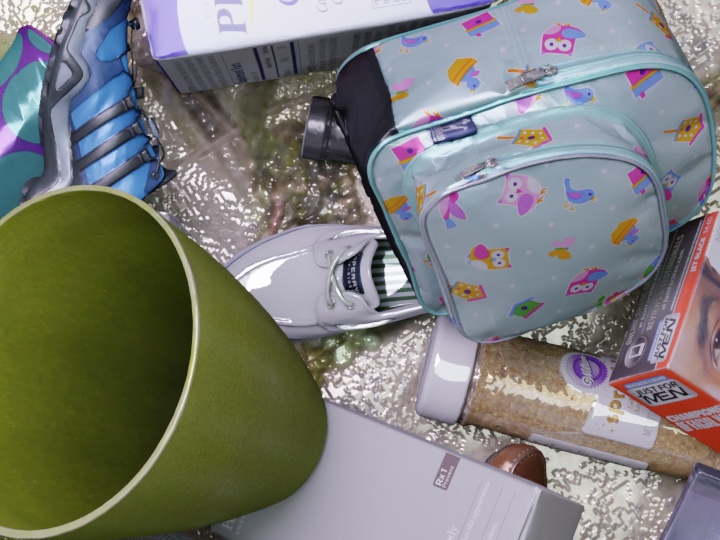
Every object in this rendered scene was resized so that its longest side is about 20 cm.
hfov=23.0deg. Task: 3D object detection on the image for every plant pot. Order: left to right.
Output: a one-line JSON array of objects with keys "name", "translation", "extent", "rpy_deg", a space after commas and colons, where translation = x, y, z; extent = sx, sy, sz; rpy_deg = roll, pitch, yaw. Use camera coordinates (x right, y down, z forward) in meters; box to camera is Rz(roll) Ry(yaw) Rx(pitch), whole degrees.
[{"name": "plant pot", "translation": [-0.110, 0.072, 0.992], "extent": [0.186, 0.200, 0.188], "rpy_deg": [-10, 69, 28]}]

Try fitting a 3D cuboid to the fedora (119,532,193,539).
[{"name": "fedora", "translation": [-0.087, 0.228, 1.066], "extent": [0.200, 0.090, 0.178], "rpy_deg": [24, 116, 34]}]

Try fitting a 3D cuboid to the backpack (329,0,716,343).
[{"name": "backpack", "translation": [0.104, -0.066, 1.005], "extent": [0.199, 0.176, 0.154], "rpy_deg": [-25, 48, -1]}]

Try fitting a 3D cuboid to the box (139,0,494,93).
[{"name": "box", "translation": [-0.030, -0.181, 1.068], "extent": [0.199, 0.184, 0.105], "rpy_deg": [-10, 89, -2]}]

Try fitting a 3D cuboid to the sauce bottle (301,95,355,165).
[{"name": "sauce bottle", "translation": [0.063, -0.074, 1.125], "extent": [0.199, 0.065, 0.065], "rpy_deg": [10, 88, -2]}]

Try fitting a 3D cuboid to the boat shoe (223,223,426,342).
[{"name": "boat shoe", "translation": [0.000, 0.000, 1.121], "extent": [0.199, 0.067, 0.074], "rpy_deg": [-12, 88, -1]}]

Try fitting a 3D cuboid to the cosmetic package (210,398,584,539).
[{"name": "cosmetic package", "translation": [0.021, 0.149, 1.064], "extent": [0.199, 0.090, 0.107], "rpy_deg": [17, 84, 29]}]

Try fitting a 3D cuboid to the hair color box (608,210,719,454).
[{"name": "hair color box", "translation": [0.257, 0.064, 1.074], "extent": [0.200, 0.064, 0.111], "rpy_deg": [31, 66, -19]}]

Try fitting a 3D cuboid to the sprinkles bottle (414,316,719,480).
[{"name": "sprinkles bottle", "translation": [0.137, 0.083, 1.120], "extent": [0.199, 0.068, 0.069], "rpy_deg": [14, 88, -1]}]

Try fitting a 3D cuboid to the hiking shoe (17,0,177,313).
[{"name": "hiking shoe", "translation": [-0.148, -0.081, 1.044], "extent": [0.086, 0.074, 0.201], "rpy_deg": [11, 100, -9]}]

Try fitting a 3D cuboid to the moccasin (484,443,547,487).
[{"name": "moccasin", "translation": [0.104, 0.210, 1.101], "extent": [0.077, 0.073, 0.202], "rpy_deg": [0, 87, 42]}]

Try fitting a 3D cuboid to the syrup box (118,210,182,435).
[{"name": "syrup box", "translation": [-0.170, 0.059, 1.110], "extent": [0.078, 0.081, 0.201], "rpy_deg": [10, 87, 1]}]

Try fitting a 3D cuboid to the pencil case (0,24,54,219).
[{"name": "pencil case", "translation": [-0.240, -0.055, 1.110], "extent": [0.085, 0.092, 0.200], "rpy_deg": [40, 86, -33]}]

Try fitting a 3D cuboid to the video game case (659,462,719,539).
[{"name": "video game case", "translation": [0.236, 0.235, 1.111], "extent": [0.142, 0.019, 0.201], "rpy_deg": [22, 107, 0]}]
